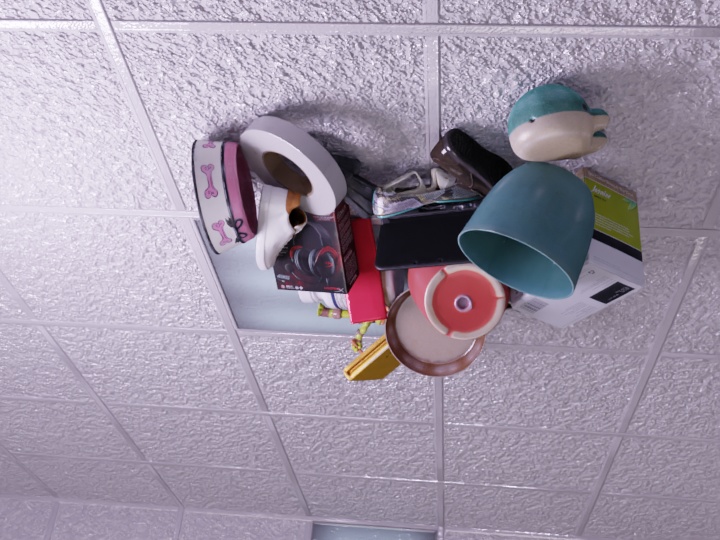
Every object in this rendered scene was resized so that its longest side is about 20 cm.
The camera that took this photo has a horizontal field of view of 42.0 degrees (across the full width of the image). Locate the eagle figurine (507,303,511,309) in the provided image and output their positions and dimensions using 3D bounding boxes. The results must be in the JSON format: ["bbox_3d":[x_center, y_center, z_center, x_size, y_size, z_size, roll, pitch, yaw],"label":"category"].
[{"bbox_3d":[0.212,0.064,1.903,0.151,0.151,0.200,5,141,-40],"label":"eagle figurine"}]

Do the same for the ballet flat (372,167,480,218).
[{"bbox_3d":[0.117,-0.142,1.635,0.200,0.072,0.072,-12,150,-9],"label":"ballet flat"}]

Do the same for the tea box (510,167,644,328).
[{"bbox_3d":[0.374,-0.036,1.645,0.133,0.197,0.200,22,145,-25],"label":"tea box"}]

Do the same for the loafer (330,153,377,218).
[{"bbox_3d":[-0.032,-0.172,1.636,0.070,0.068,0.200,-46,121,6],"label":"loafer"}]

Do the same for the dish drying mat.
[{"bbox_3d":[0.000,0.000,1.803,0.077,0.201,0.018,-9,-178,17],"label":"dish drying mat"}]

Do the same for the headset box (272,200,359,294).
[{"bbox_3d":[-0.093,-0.062,1.738,0.148,0.075,0.200,4,123,19],"label":"headset box"}]

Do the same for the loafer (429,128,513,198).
[{"bbox_3d":[0.196,-0.168,1.594,0.200,0.073,0.071,38,143,-29],"label":"loafer"}]

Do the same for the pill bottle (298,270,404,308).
[{"bbox_3d":[-0.020,0.016,1.881,0.199,0.120,0.120,-2,148,15],"label":"pill bottle"}]

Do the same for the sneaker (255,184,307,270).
[{"bbox_3d":[-0.140,-0.065,1.654,0.084,0.073,0.200,8,142,-4],"label":"sneaker"}]

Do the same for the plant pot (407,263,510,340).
[{"bbox_3d":[0.184,0.033,1.693,0.200,0.177,0.201,1,105,3],"label":"plant pot"}]

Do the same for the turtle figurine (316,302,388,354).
[{"bbox_3d":[-0.003,0.075,1.997,0.161,0.201,0.064,20,-165,10],"label":"turtle figurine"}]

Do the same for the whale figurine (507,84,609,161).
[{"bbox_3d":[0.311,-0.228,1.463,0.159,0.104,0.200,-20,165,36],"label":"whale figurine"}]

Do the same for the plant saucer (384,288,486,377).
[{"bbox_3d":[0.148,0.113,1.837,0.200,0.034,0.201,3,110,9],"label":"plant saucer"}]

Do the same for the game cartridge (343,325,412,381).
[{"bbox_3d":[0.068,0.169,1.981,0.176,0.032,0.200,-41,163,12],"label":"game cartridge"}]

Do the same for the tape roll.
[{"bbox_3d":[-0.114,-0.175,1.578,0.202,0.037,0.203,32,158,15],"label":"tape roll"}]

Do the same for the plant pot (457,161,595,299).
[{"bbox_3d":[0.281,-0.074,1.493,0.200,0.161,0.201,28,164,9],"label":"plant pot"}]

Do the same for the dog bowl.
[{"bbox_3d":[-0.230,-0.132,1.614,0.074,0.201,0.200,-9,148,2],"label":"dog bowl"}]

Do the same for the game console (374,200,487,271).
[{"bbox_3d":[0.141,-0.056,1.680,0.199,0.117,0.176,-4,174,18],"label":"game console"}]
